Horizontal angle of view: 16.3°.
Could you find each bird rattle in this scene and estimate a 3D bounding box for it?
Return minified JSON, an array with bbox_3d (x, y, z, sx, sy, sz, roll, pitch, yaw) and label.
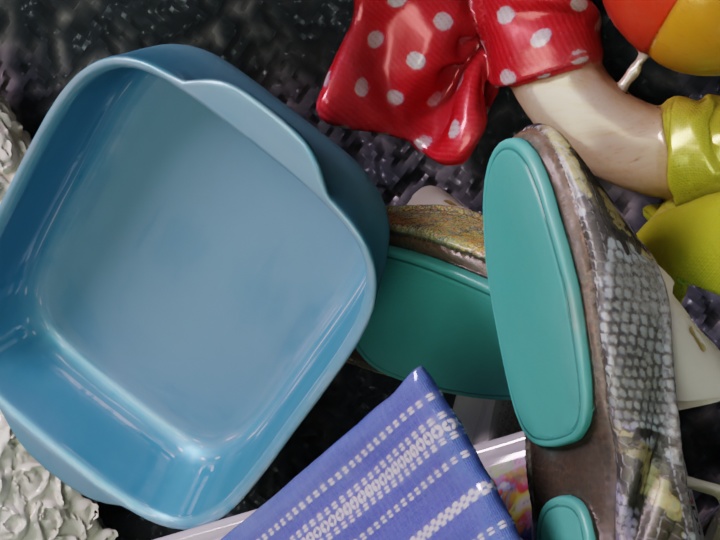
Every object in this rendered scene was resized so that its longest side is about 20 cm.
[{"bbox_3d":[0.092,-0.078,0.811,0.200,0.113,0.163,40,102,21],"label":"bird rattle"}]

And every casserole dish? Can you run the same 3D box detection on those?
[{"bbox_3d":[-0.059,0.003,0.819,0.121,0.039,0.200,38,135,3],"label":"casserole dish"}]

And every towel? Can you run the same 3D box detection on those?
[{"bbox_3d":[0.019,0.149,0.752,0.145,0.024,0.200,-43,66,41],"label":"towel"}]

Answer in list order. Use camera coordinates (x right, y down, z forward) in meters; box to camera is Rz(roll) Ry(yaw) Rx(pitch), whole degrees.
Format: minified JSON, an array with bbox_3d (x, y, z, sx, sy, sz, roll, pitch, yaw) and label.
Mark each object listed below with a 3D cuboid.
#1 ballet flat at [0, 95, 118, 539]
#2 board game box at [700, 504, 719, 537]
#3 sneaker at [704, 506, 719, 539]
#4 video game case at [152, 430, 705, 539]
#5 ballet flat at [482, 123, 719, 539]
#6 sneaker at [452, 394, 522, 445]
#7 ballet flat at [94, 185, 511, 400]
[{"bbox_3d":[-0.121,0.018,0.916,0.072,0.072,0.200,-2,96,21],"label":"ballet flat"},{"bbox_3d":[0.189,0.108,0.837,0.136,0.035,0.200,47,114,3],"label":"board game box"},{"bbox_3d":[0.206,0.096,0.776,0.200,0.075,0.089,-10,126,29],"label":"sneaker"},{"bbox_3d":[0.026,0.154,0.807,0.200,0.024,0.182,-18,76,19],"label":"video game case"},{"bbox_3d":[0.080,0.055,0.751,0.072,0.072,0.200,-6,89,22],"label":"ballet flat"},{"bbox_3d":[0.026,0.112,0.881,0.080,0.070,0.200,19,104,37],"label":"sneaker"},{"bbox_3d":[0.000,0.000,0.851,0.200,0.071,0.071,2,105,32],"label":"ballet flat"}]
